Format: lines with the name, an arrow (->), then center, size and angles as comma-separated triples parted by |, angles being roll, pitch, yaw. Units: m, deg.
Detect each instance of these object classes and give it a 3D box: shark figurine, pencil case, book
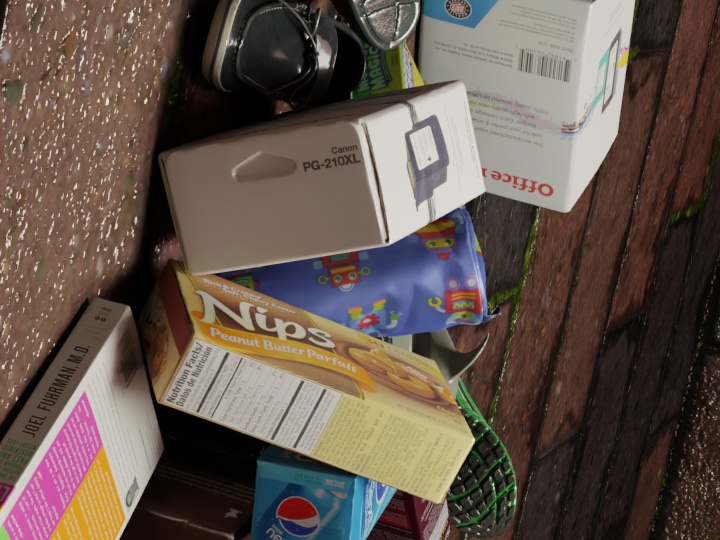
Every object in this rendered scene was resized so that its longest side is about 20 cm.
shark figurine -> 0.060, 0.054, 1.742 | 0.128, 0.089, 0.215 | 34, 36, -29
pencil case -> -0.011, 0.017, 1.502 | 0.087, 0.199, 0.078 | 82, -6, -56
book -> -0.181, 0.133, 1.335 | 0.134, 0.048, 0.200 | 84, 26, -45

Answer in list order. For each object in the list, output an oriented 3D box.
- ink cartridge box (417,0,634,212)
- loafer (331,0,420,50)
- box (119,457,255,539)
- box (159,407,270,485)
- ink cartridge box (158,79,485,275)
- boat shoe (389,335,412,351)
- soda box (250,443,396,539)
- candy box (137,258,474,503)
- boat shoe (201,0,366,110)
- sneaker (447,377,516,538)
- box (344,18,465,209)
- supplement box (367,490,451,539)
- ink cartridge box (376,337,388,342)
ink cartridge box -> 0.138, -0.180, 1.872 | 0.146, 0.146, 0.200 | -53, 154, -50
loafer -> -0.019, -0.236, 1.506 | 0.072, 0.063, 0.200 | -39, 133, -21
box -> -0.126, 0.233, 1.495 | 0.075, 0.100, 0.200 | -46, 147, -59
box -> -0.066, 0.115, 1.616 | 0.200, 0.079, 0.141 | 77, 35, -56
ink cartridge box -> -0.021, -0.063, 1.460 | 0.200, 0.144, 0.085 | -29, 108, -66
boat shoe -> 0.022, 0.040, 1.857 | 0.072, 0.070, 0.201 | -90, -175, -71
soda box -> -0.016, 0.132, 1.493 | 0.200, 0.068, 0.064 | -47, 144, -72
candy box -> -0.036, 0.069, 1.412 | 0.055, 0.200, 0.115 | -63, -159, 16
boat shoe -> -0.048, -0.146, 1.474 | 0.200, 0.062, 0.075 | 1, 105, -71
sneaker -> 0.082, 0.138, 1.950 | 0.200, 0.078, 0.085 | 66, 11, 9
box -> 0.033, -0.092, 1.680 | 0.200, 0.048, 0.118 | 58, 22, -50
supplement box -> 0.011, 0.173, 1.845 | 0.200, 0.109, 0.061 | 81, 29, -54
ink cartridge box -> 0.000, 0.000, 1.646 | 0.200, 0.037, 0.095 | -94, 176, -69
